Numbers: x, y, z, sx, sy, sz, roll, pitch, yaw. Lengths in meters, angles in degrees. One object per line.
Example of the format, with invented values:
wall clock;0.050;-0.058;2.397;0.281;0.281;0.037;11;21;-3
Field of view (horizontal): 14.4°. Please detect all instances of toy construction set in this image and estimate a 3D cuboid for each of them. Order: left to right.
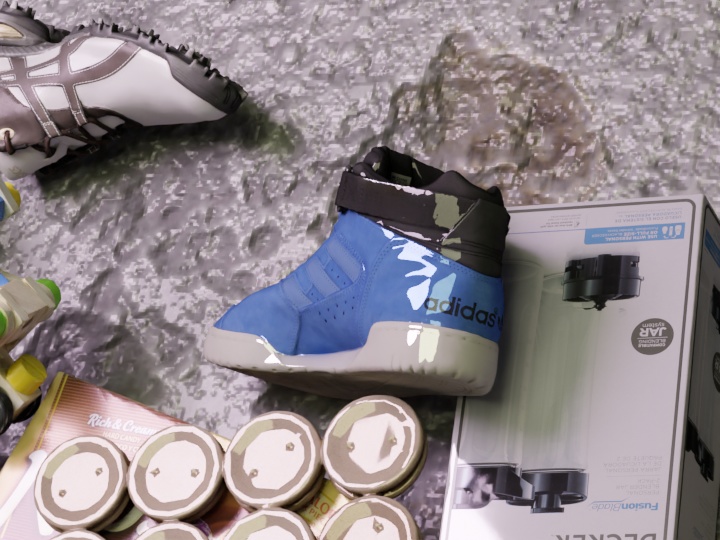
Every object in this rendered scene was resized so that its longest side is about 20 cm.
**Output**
toy construction set;-0.227;0.041;1.427;0.131;0.092;0.200;49;129;4

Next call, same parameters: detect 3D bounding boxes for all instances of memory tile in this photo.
memory tile;-0.065;0.138;1.313;0.200;0.017;0.153;-8;60;18

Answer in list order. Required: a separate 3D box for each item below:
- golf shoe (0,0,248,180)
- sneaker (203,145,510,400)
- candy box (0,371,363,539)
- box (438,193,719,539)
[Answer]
golf shoe;-0.150;-0.086;1.516;0.200;0.078;0.095;11;79;35
sneaker;0.001;0.000;1.351;0.200;0.077;0.111;-5;71;57
candy box;-0.089;0.136;1.367;0.200;0.056;0.117;21;72;30
box;0.107;0.068;1.317;0.117;0.060;0.200;-2;62;23
